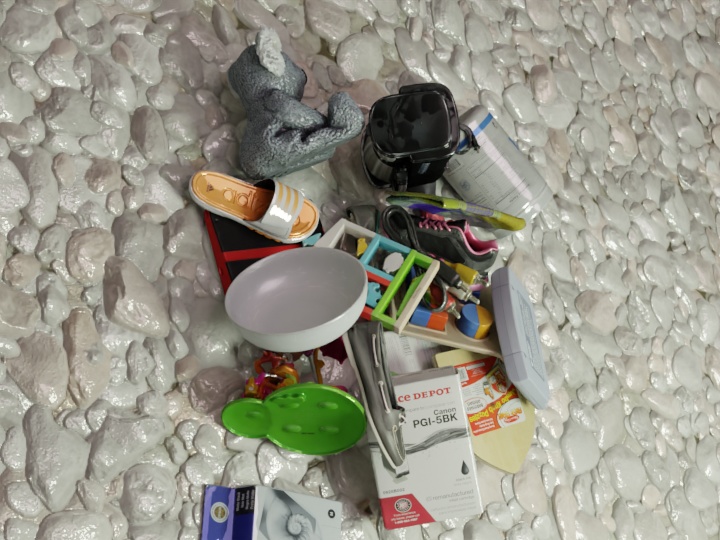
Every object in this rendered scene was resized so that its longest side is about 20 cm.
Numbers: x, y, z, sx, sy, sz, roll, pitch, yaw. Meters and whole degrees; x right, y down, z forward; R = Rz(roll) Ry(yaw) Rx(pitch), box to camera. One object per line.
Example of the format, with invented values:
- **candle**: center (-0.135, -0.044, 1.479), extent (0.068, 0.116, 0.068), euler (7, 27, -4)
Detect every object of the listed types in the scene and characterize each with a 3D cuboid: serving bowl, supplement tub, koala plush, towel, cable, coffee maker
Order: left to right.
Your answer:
- **koala plush**: center (-0.127, -0.252, 1.677), extent (0.183, 0.177, 0.202), euler (-24, 89, -28)
- **serving bowl**: center (-0.083, 0.050, 1.543), extent (0.200, 0.199, 0.066), euler (-46, 136, -40)
- **coffee maker**: center (0.096, -0.214, 1.736), extent (0.191, 0.200, 0.135), euler (-31, 86, -8)
- **cable**: center (0.094, -0.008, 1.696), extent (0.200, 0.050, 0.097), euler (42, 82, 19)
- **towel**: center (0.149, -0.091, 1.741), extent (0.199, 0.143, 0.023), euler (12, 89, -43)
- **supplement tub**: center (0.219, -0.169, 1.919), extent (0.200, 0.132, 0.132), euler (49, 50, -9)

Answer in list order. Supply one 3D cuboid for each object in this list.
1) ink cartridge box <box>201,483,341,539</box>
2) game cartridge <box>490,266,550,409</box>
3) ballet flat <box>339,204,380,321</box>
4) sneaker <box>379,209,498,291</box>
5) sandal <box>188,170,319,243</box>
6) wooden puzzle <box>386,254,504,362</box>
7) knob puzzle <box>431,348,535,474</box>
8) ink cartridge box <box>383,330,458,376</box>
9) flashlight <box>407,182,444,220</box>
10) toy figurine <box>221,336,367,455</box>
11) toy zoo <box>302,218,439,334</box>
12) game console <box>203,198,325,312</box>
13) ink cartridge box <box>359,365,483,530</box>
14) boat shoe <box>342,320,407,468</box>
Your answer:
- **ink cartridge box**: center (-0.116, 0.389, 1.480), extent (0.199, 0.041, 0.201), euler (16, 61, -30)
- **game cartridge**: center (0.245, 0.101, 1.733), extent (0.133, 0.040, 0.202), euler (51, 27, -52)
- **ballet flat**: center (-0.002, -0.010, 1.739), extent (0.063, 0.068, 0.202), euler (3, 65, -6)
- **sneaker**: center (0.127, -0.054, 1.743), extent (0.199, 0.096, 0.079), euler (29, 38, -2)
- **sandal**: center (-0.146, -0.098, 1.626), extent (0.205, 0.059, 0.080), euler (16, 68, -25)
- **wooden puzzle**: center (0.137, 0.048, 1.741), extent (0.198, 0.047, 0.186), euler (18, 32, -13)
- **knob puzzle**: center (0.194, 0.214, 1.710), extent (0.218, 0.030, 0.222), euler (18, 60, -35)
- **ink cartridge box**: center (0.095, 0.145, 1.727), extent (0.199, 0.067, 0.118), euler (-8, 77, -39)
- **flashlight**: center (0.118, -0.095, 1.851), extent (0.067, 0.068, 0.202), euler (-11, 76, -40)
- **toy figurine**: center (-0.086, 0.140, 1.574), extent (0.198, 0.151, 0.185), euler (0, 45, 3)
- **toy zoo**: center (0.000, 0.000, 1.653), extent (0.199, 0.021, 0.132), euler (24, 60, 16)
- **game console**: center (-0.126, -0.018, 1.665), extent (0.199, 0.031, 0.178), euler (-7, 70, -39)
- **ink cartridge box**: center (0.085, 0.249, 1.589), extent (0.145, 0.083, 0.202), euler (-11, 92, 3)
- **boat shoe**: center (0.032, 0.165, 1.516), extent (0.067, 0.057, 0.202), euler (8, 62, -81)
